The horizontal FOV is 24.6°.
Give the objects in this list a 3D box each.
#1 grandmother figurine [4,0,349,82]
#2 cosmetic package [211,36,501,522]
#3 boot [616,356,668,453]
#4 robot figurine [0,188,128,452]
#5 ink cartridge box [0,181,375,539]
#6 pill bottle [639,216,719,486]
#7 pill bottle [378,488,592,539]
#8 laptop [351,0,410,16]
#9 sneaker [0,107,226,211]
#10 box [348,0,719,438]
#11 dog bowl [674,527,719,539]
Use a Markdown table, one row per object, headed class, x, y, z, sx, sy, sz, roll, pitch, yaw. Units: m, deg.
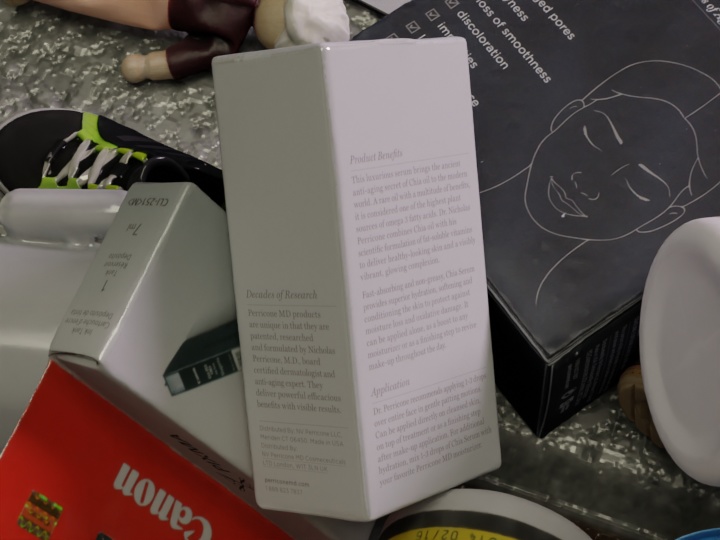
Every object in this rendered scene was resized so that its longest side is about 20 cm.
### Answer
| class | x | y | z | sx | sy | sz | roll | pitch | yaw |
| --- | --- | --- | --- | --- | --- | --- | --- | --- | --- |
| grandmother figurine | -0.100 | -0.164 | 0.937 | 0.199 | 0.061 | 0.122 | 19 | 108 | 6 |
| cosmetic package | 0.000 | 0.000 | 0.737 | 0.071 | 0.101 | 0.202 | 1 | 98 | 40 |
| boot | 0.242 | 0.035 | 0.839 | 0.199 | 0.073 | 0.167 | 16 | 58 | 9 |
| robot figurine | -0.147 | 0.043 | 0.816 | 0.198 | 0.113 | 0.171 | 7 | 103 | 5 |
| ink cartridge box | -0.066 | 0.085 | 0.755 | 0.043 | 0.200 | 0.174 | 3 | 61 | 41 |
| pill bottle | 0.234 | 0.031 | 0.726 | 0.198 | 0.116 | 0.117 | -3 | 65 | -16 |
| pill bottle | 0.040 | 0.206 | 0.715 | 0.110 | 0.112 | 0.201 | 12 | 53 | 8 |
| laptop | 0.014 | -0.267 | 0.945 | 0.199 | 0.116 | 0.188 | 29 | 71 | 14 |
| sneaker | -0.112 | -0.047 | 0.871 | 0.199 | 0.083 | 0.072 | 23 | 69 | 12 |
| box | 0.111 | -0.061 | 0.845 | 0.196 | 0.124 | 0.200 | -34 | 69 | -10 |
| dog bowl | 0.187 | 0.210 | 0.737 | 0.111 | 0.050 | 0.201 | -30 | 81 | 5 |
